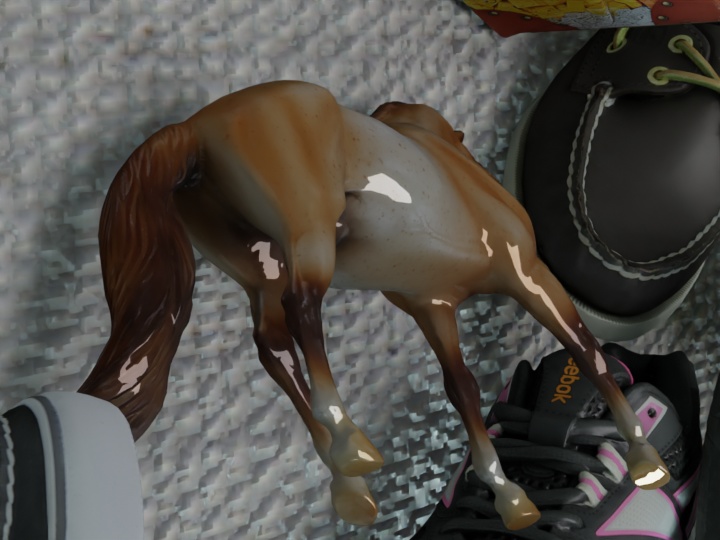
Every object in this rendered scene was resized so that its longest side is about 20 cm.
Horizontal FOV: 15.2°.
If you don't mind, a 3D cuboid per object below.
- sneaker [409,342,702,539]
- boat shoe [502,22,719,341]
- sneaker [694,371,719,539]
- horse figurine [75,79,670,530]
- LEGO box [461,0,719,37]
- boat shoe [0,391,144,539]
[{"bbox_3d":[0.047,0.065,0.737,0.200,0.080,0.086,-31,130,-71],"label":"sneaker"},{"bbox_3d":[0.100,-0.057,0.839,0.072,0.061,0.201,36,40,-7],"label":"boat shoe"},{"bbox_3d":[0.139,0.080,0.782,0.114,0.076,0.200,21,82,-71],"label":"sneaker"},{"bbox_3d":[0.000,0.000,0.663,0.200,0.050,0.133,6,53,-52],"label":"horse figurine"},{"bbox_3d":[0.056,-0.187,0.769,0.149,0.077,0.200,35,59,-56],"label":"LEGO box"},{"bbox_3d":[-0.085,0.112,0.518,0.057,0.069,0.200,17,63,-20],"label":"boat shoe"}]
